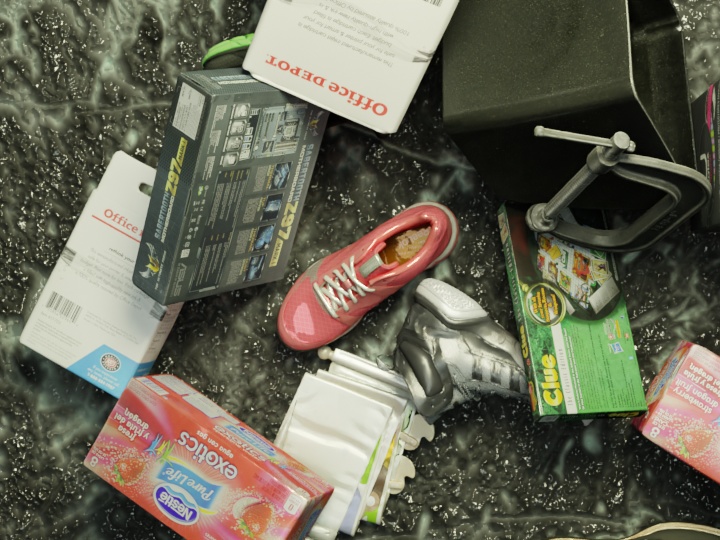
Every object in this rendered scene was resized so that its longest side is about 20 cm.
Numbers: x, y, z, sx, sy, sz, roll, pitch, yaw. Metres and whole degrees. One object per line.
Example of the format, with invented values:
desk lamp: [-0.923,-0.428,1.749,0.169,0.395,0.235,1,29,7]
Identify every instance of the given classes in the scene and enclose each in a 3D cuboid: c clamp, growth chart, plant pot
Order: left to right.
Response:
growth chart: [-0.021,0.174,1.331,0.144,0.018,0.202,29,92,5]
plant pot: [0.175,-0.166,1.215,0.175,0.200,0.202,-12,60,25]
c clamp: [0.200,-0.065,1.184,0.169,0.200,0.027,9,67,-7]

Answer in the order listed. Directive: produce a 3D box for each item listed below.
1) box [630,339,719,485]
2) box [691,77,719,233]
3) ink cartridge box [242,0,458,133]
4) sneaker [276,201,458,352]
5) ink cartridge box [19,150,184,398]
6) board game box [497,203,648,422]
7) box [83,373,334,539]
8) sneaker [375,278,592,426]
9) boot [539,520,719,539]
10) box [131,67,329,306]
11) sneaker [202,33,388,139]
box: [0.349,0.153,1.253,0.199,0.100,0.096,32,92,5]
box: [0.344,-0.095,1.206,0.105,0.200,0.124,-1,89,6]
ink cartridge box: [0.005,-0.236,1.172,0.144,0.084,0.201,23,124,-7]
sneaker: [0.000,0.000,1.295,0.199,0.087,0.074,-37,85,3]
ink cartridge box: [-0.219,0.003,1.328,0.115,0.068,0.202,28,93,5]
board game box: [0.187,0.034,1.259,0.103,0.023,0.202,1,66,-17]
box: [-0.136,0.187,1.289,0.199,0.103,0.095,33,96,12]
sneaker: [0.110,0.105,1.285,0.199,0.076,0.114,36,85,9]
boot: [0.246,0.274,1.242,0.197,0.138,0.079,-9,88,5]
box: [-0.111,-0.077,1.243,0.051,0.157,0.202,33,119,32]
sneaker: [-0.055,-0.168,1.310,0.197,0.077,0.085,12,86,7]
